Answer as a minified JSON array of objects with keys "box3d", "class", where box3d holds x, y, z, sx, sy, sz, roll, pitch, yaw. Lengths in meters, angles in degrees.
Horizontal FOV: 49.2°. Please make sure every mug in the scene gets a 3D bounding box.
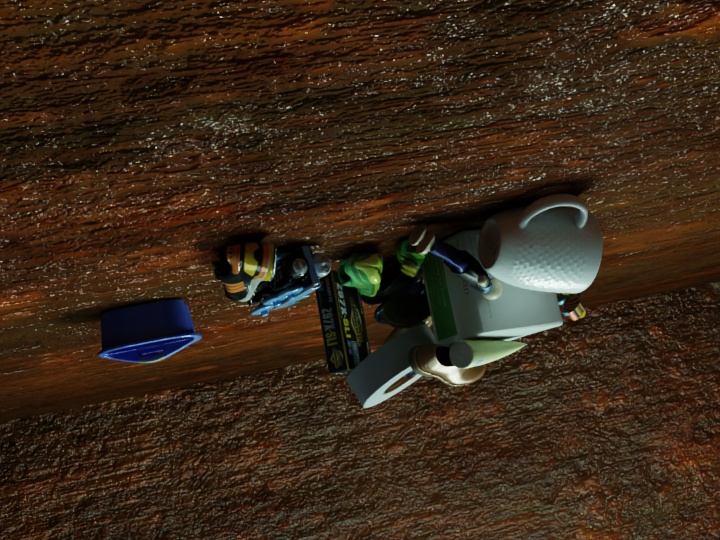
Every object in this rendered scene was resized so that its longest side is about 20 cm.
[{"box3d":[0.306,-0.055,1.330,0.174,0.149,0.201,4,142,-17],"class":"mug"}]

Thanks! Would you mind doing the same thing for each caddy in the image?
[{"box3d":[-0.412,0.127,1.533,0.198,0.106,0.141,-11,170,-7],"class":"caddy"}]

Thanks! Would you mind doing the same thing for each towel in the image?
[{"box3d":[0.094,0.068,1.742,0.111,0.049,0.200,-32,-178,15],"class":"towel"}]

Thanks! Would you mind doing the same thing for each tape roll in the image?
[{"box3d":[0.071,0.193,1.582,0.199,0.066,0.201,-31,162,-11],"class":"tape roll"}]

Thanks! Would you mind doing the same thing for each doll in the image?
[{"box3d":[0.173,-0.011,1.352,0.199,0.137,0.049,33,102,-27],"class":"doll"}]

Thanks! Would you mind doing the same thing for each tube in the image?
[{"box3d":[0.236,0.151,1.475,0.058,0.052,0.199,33,-162,33],"class":"tube"}]

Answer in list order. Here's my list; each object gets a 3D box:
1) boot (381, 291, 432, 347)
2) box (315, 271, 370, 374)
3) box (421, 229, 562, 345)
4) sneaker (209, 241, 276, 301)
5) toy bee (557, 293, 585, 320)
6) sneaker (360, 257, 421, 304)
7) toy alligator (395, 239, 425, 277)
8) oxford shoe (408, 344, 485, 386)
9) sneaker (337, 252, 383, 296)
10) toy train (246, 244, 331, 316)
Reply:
[{"box3d":[0.089,0.121,1.629,0.174,0.067,0.200,-10,153,-30],"class":"boot"},{"box3d":[-0.033,0.112,1.622,0.049,0.202,0.160,-14,169,19],"class":"box"},{"box3d":[0.249,0.034,1.523,0.198,0.201,0.171,-4,167,-29],"class":"box"},{"box3d":[-0.199,-0.004,1.239,0.089,0.071,0.200,10,161,-23],"class":"sneaker"},{"box3d":[0.698,0.087,2.615,0.108,0.200,0.131,-39,129,3],"class":"toy bee"},{"box3d":[0.049,0.022,1.638,0.199,0.061,0.104,-28,164,38],"class":"sneaker"},{"box3d":[0.090,-0.025,1.462,0.054,0.060,0.200,30,171,5],"class":"toy alligator"},{"box3d":[0.183,0.178,1.497,0.071,0.072,0.199,-22,155,40],"class":"oxford shoe"},{"box3d":[0.000,0.000,1.473,0.083,0.075,0.200,8,168,1],"class":"sneaker"},{"box3d":[-0.127,0.015,1.353,0.114,0.087,0.200,-15,171,-37],"class":"toy train"}]
